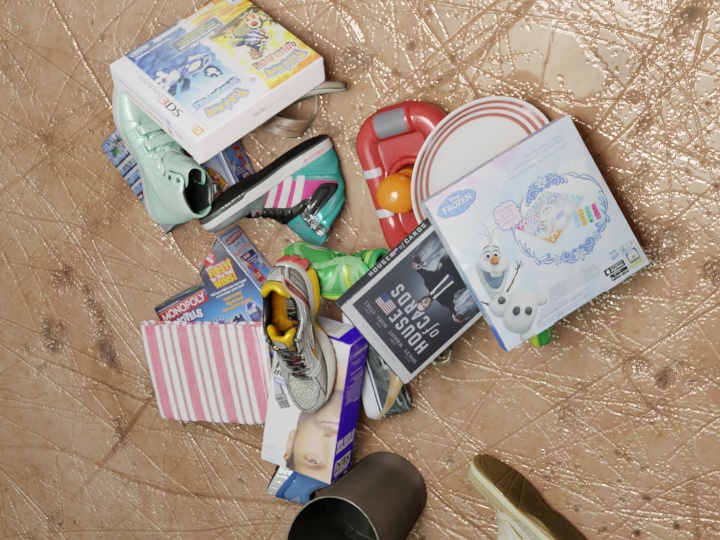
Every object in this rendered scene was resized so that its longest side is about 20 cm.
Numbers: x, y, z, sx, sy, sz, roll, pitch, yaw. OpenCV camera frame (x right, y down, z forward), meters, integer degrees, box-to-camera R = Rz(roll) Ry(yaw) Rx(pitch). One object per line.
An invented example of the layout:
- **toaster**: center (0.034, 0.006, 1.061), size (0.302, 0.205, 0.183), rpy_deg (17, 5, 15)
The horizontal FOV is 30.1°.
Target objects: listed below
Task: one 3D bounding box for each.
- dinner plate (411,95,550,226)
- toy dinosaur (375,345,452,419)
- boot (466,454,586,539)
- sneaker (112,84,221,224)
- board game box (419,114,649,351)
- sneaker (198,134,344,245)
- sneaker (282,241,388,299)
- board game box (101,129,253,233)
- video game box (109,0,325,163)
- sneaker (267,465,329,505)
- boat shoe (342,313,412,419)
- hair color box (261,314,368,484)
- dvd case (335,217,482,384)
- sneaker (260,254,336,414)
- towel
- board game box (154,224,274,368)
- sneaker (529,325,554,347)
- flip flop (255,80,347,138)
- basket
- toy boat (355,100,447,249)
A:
- **dinner plate**: center (0.148, -0.113, 1.600), size (0.198, 0.024, 0.202), rpy_deg (-9, 115, -19)
- **toy dinosaur**: center (0.066, 0.097, 1.728), size (0.100, 0.058, 0.202), rpy_deg (6, 80, -2)
- **boot**: center (0.188, 0.356, 1.783), size (0.200, 0.072, 0.155), rpy_deg (43, 122, 4)
- **sneaker**: center (-0.238, -0.157, 1.675), size (0.118, 0.073, 0.202), rpy_deg (1, 112, 50)
- **board game box**: center (0.202, -0.044, 1.555), size (0.199, 0.043, 0.200), rpy_deg (-31, 98, -5)
- **sneaker**: center (-0.099, -0.074, 1.716), size (0.199, 0.084, 0.121), rpy_deg (-33, 108, -11)
- **sneaker**: center (0.000, 0.000, 1.668), size (0.198, 0.074, 0.084), rpy_deg (20, 127, 8)
- **board game box**: center (-0.230, -0.139, 1.787), size (0.199, 0.062, 0.201), rpy_deg (-36, 91, 29)
- **video game box**: center (-0.175, -0.241, 1.634), size (0.182, 0.199, 0.047), rpy_deg (41, 155, 27)
- **sneaker**: center (-0.053, 0.247, 1.856), size (0.089, 0.079, 0.201), rpy_deg (27, 121, -3)
- **boat shoe**: center (0.024, 0.099, 1.772), size (0.070, 0.072, 0.202), rpy_deg (-11, 109, 12)
- **hair color box**: center (-0.060, 0.163, 1.741), size (0.108, 0.065, 0.202), rpy_deg (16, 113, 22)
- **dvd case**: center (0.085, 0.022, 1.605), size (0.200, 0.025, 0.151), rpy_deg (-42, 123, -3)
- **sneaker**: center (-0.086, 0.087, 1.645), size (0.077, 0.082, 0.202), rpy_deg (-3, 112, 26)
- **towel**: center (-0.205, 0.137, 1.834), size (0.198, 0.030, 0.148), rpy_deg (0, 108, 26)
- **board game box**: center (-0.175, 0.052, 1.838), size (0.199, 0.062, 0.201), rpy_deg (-23, 97, 29)
- **sneaker**: center (0.244, 0.001, 1.617), size (0.083, 0.074, 0.202), rpy_deg (12, 103, 1)
- **flip flop**: center (-0.104, -0.186, 1.688), size (0.199, 0.081, 0.058), rpy_deg (-27, 94, 4)
- **basket**: center (0.003, 0.335, 1.781), size (0.135, 0.200, 0.182), rpy_deg (18, 114, 17)
- **toy boat**: center (0.060, -0.100, 1.641), size (0.129, 0.131, 0.202), rpy_deg (-13, 102, 27)
